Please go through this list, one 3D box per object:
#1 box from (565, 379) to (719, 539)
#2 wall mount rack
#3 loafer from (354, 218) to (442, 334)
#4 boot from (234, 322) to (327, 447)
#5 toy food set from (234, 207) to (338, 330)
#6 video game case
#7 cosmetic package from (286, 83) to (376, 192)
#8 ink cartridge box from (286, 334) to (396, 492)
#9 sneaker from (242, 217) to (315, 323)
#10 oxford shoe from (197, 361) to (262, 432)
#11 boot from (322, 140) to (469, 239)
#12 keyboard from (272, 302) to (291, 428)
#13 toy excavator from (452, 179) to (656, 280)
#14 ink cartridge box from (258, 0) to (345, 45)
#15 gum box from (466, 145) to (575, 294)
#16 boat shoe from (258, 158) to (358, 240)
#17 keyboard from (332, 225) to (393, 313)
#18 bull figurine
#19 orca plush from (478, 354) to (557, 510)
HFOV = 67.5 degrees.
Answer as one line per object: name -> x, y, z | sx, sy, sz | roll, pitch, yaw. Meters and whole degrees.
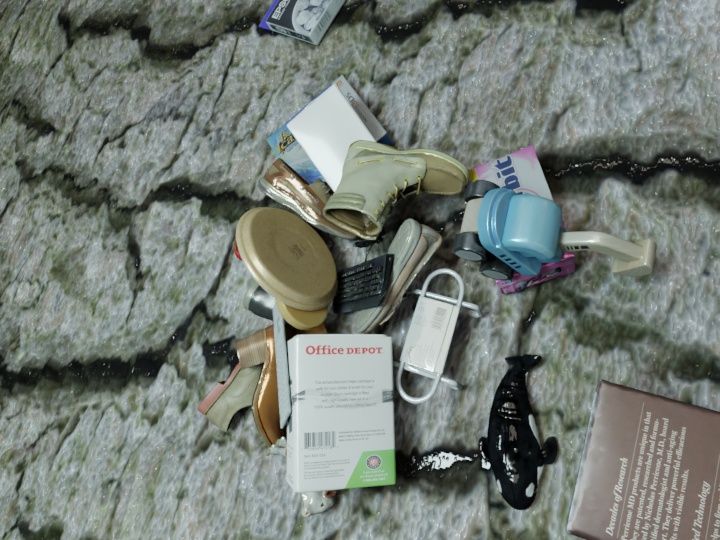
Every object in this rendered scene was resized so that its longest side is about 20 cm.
box -> 0.348, 0.238, 0.594 | 0.197, 0.166, 0.167 | 12, 77, 27
wall mount rack -> 0.087, 0.096, 0.823 | 0.171, 0.075, 0.204 | 14, 77, 25
loafer -> 0.056, 0.021, 0.808 | 0.202, 0.062, 0.072 | -63, 22, 26
boot -> -0.108, 0.184, 0.882 | 0.152, 0.077, 0.204 | -15, 87, -12
toy food set -> -0.113, -0.016, 0.853 | 0.049, 0.199, 0.199 | -41, 16, 32
video game case -> -0.063, -0.246, 1.027 | 0.199, 0.045, 0.183 | -38, 60, 8
cosmetic package -> -0.023, -0.199, 0.925 | 0.112, 0.081, 0.202 | -35, 87, 8
ink cartridge box -> -0.030, 0.196, 0.766 | 0.142, 0.084, 0.205 | 2, 79, -16
sneaker -> -0.110, 0.006, 0.954 | 0.105, 0.075, 0.202 | 28, 75, 9
oxford shoe -> -0.186, 0.187, 0.927 | 0.075, 0.070, 0.200 | 43, 91, 3
boot -> 0.054, -0.113, 0.805 | 0.196, 0.073, 0.156 | 13, 53, 11
keyboard -> -0.118, 0.126, 0.798 | 0.010, 0.057, 0.203 | 1, 52, -16
toy excavator -> 0.247, -0.039, 0.694 | 0.198, 0.193, 0.102 | 1, 68, 51
ink cartridge box -> -0.120, -0.608, 1.186 | 0.198, 0.043, 0.200 | 29, 86, 31
gum box -> 0.238, -0.071, 0.813 | 0.112, 0.066, 0.204 | -19, 65, 16
boat shoe -> -0.079, -0.121, 0.923 | 0.198, 0.076, 0.073 | 32, 97, -5
keyboard -> 0.000, 0.000, 0.851 | 0.199, 0.020, 0.130 | -19, 56, 65
bull figurine -> -0.068, 0.261, 0.821 | 0.120, 0.065, 0.203 | 28, 72, -13
orca plush -> 0.212, 0.210, 0.721 | 0.103, 0.071, 0.204 | 13, 77, 27
